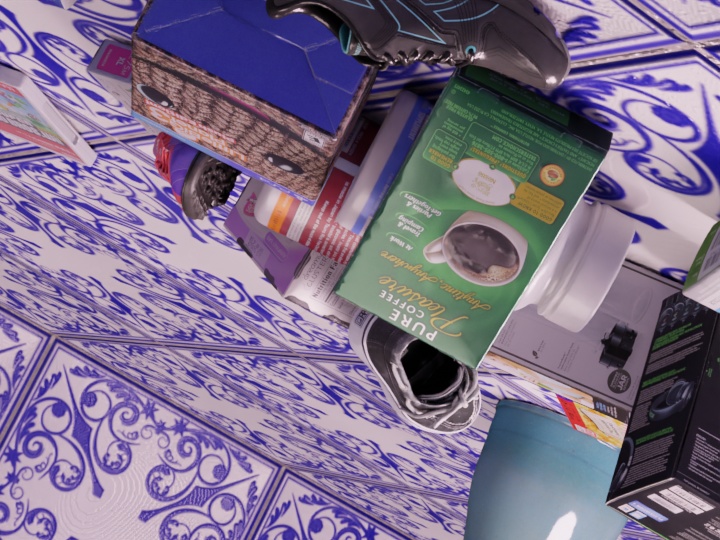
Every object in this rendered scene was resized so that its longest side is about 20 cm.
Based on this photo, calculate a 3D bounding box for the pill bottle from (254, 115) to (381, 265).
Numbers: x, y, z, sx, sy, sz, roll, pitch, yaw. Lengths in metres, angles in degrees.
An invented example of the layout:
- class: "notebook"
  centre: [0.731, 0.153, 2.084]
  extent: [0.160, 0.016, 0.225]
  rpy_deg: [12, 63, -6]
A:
- class: "pill bottle"
  centre: [0.026, -0.047, 1.693]
  extent: [0.200, 0.113, 0.113]
  rpy_deg: [27, 167, 0]

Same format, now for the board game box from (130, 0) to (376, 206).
- class: "board game box"
  centre: [-0.075, -0.144, 1.542]
  extent: [0.159, 0.097, 0.200]
  rpy_deg: [26, 167, 0]

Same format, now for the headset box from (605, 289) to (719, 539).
- class: "headset box"
  centre: [0.302, 0.120, 1.642]
  extent: [0.174, 0.200, 0.093]
  rpy_deg: [29, 151, -18]

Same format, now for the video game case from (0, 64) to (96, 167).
- class: "video game case"
  centre: [-0.363, -0.173, 2.187]
  extent: [0.143, 0.017, 0.200]
  rpy_deg: [22, 166, 21]

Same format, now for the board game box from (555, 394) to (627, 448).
- class: "board game box"
  centre: [0.295, 0.151, 2.100]
  extent: [0.200, 0.046, 0.152]
  rpy_deg: [21, 167, 22]

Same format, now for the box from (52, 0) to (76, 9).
- class: "box"
  centre: [-0.249, -0.259, 1.497]
  extent: [0.122, 0.048, 0.200]
  rpy_deg: [38, 170, 11]

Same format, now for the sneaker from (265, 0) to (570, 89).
- class: "sneaker"
  centre: [0.034, -0.153, 1.333]
  extent: [0.200, 0.079, 0.075]
  rpy_deg: [26, 167, -5]

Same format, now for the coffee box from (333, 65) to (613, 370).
- class: "coffee box"
  centre: [0.076, -0.038, 1.497]
  extent: [0.123, 0.200, 0.044]
  rpy_deg: [27, -149, -2]

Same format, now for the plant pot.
- class: "plant pot"
  centre: [0.208, 0.276, 2.457]
  extent: [0.200, 0.188, 0.200]
  rpy_deg: [25, 167, 6]

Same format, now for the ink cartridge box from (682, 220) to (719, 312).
- class: "ink cartridge box"
  centre: [0.335, 0.027, 1.492]
  extent: [0.200, 0.059, 0.104]
  rpy_deg: [27, 167, -2]

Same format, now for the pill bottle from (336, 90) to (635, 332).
- class: "pill bottle"
  centre: [0.094, -0.040, 1.584]
  extent: [0.200, 0.114, 0.114]
  rpy_deg: [27, 167, -3]

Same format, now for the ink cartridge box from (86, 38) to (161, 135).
- class: "ink cartridge box"
  centre: [-0.123, -0.132, 1.819]
  extent: [0.200, 0.042, 0.119]
  rpy_deg: [22, 167, 30]

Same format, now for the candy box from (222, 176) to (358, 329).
- class: "candy box"
  centre: [0.000, 0.000, 1.859]
  extent: [0.200, 0.072, 0.168]
  rpy_deg: [26, -169, -29]

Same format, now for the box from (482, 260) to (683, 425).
- class: "box"
  centre: [0.166, 0.037, 1.751]
  extent: [0.200, 0.117, 0.060]
  rpy_deg: [22, 169, 13]

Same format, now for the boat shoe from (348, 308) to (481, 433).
- class: "boat shoe"
  centre: [0.061, 0.088, 1.728]
  extent: [0.068, 0.074, 0.199]
  rpy_deg: [36, 167, 37]

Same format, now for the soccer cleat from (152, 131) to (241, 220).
- class: "soccer cleat"
  centre: [-0.139, -0.086, 1.724]
  extent: [0.073, 0.068, 0.200]
  rpy_deg: [28, -174, 1]
